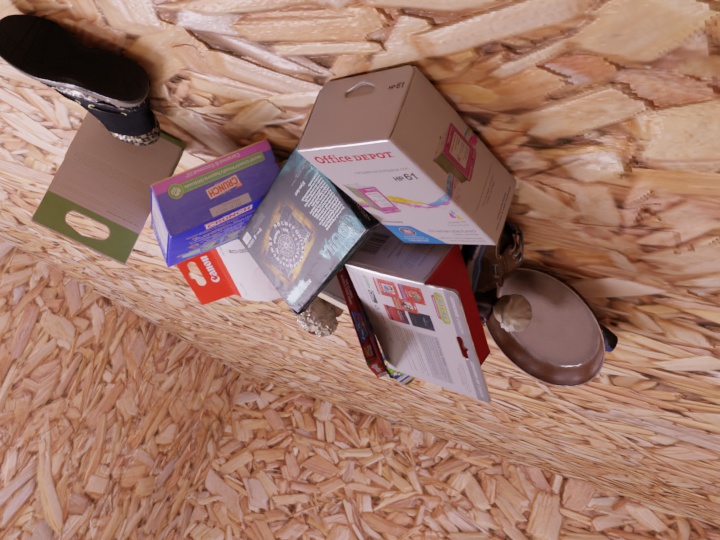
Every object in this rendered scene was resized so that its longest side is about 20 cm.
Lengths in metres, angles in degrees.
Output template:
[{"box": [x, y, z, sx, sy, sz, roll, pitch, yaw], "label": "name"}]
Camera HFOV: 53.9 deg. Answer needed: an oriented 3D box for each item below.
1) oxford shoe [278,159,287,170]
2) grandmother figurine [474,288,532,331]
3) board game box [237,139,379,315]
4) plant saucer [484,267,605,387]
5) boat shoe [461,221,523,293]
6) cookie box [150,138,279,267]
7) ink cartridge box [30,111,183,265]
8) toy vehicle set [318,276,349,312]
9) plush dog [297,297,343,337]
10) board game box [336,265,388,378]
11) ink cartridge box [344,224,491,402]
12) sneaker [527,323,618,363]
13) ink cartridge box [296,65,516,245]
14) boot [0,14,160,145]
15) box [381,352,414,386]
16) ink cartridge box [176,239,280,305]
[{"box": [-0.024, -0.092, 0.950, 0.196, 0.059, 0.075, 25, 165, -3], "label": "oxford shoe"}, {"box": [0.157, 0.029, 1.021, 0.197, 0.060, 0.124, 27, 132, 28], "label": "grandmother figurine"}, {"box": [-0.071, -0.049, 0.887, 0.136, 0.028, 0.200, 52, 134, 9], "label": "board game box"}, {"box": [0.263, 0.076, 1.015, 0.197, 0.032, 0.204, 30, 140, 27], "label": "plant saucer"}, {"box": [0.166, -0.033, 0.886, 0.070, 0.074, 0.201, 2, 157, 2], "label": "boat shoe"}, {"box": [-0.203, -0.088, 0.988, 0.077, 0.168, 0.200, 64, 160, 3], "label": "cookie box"}, {"box": [-0.359, -0.124, 1.019, 0.143, 0.205, 0.048, 25, 164, -13], "label": "ink cartridge box"}, {"box": [0.000, 0.000, 1.079, 0.197, 0.127, 0.026, 28, 162, -18], "label": "toy vehicle set"}, {"box": [-0.012, 0.019, 1.192, 0.166, 0.166, 0.200, 7, -169, 0], "label": "plush dog"}, {"box": [-0.008, 0.041, 0.971, 0.019, 0.205, 0.103, -20, 162, 2], "label": "board game box"}, {"box": [0.094, 0.054, 0.907, 0.173, 0.084, 0.203, 15, 141, 39], "label": "ink cartridge box"}, {"box": [0.309, 0.115, 1.102, 0.078, 0.091, 0.198, 30, 162, -30], "label": "sneaker"}, {"box": [0.051, -0.111, 0.748, 0.142, 0.087, 0.199, 4, 154, 46], "label": "ink cartridge box"}, {"box": [-0.354, -0.234, 0.907, 0.199, 0.075, 0.154, 22, 166, 0], "label": "boot"}, {"box": [0.103, 0.117, 1.261, 0.069, 0.065, 0.202, 23, 134, -7], "label": "box"}, {"box": [-0.209, -0.003, 1.215, 0.195, 0.058, 0.164, -22, 137, -2], "label": "ink cartridge box"}]
